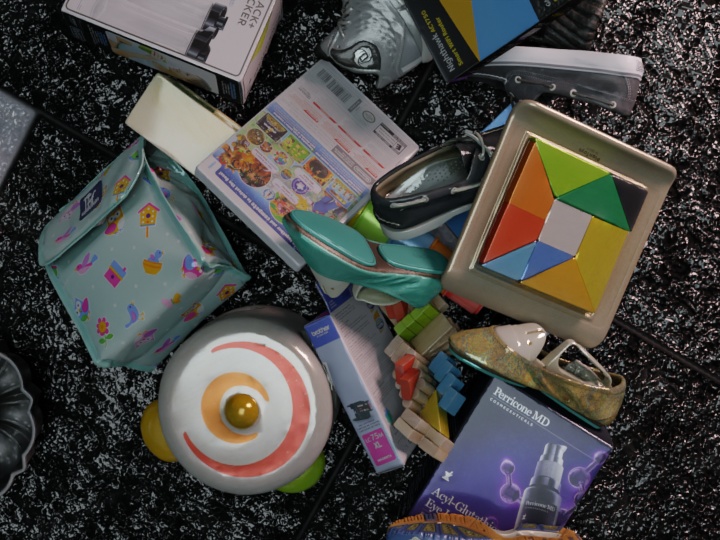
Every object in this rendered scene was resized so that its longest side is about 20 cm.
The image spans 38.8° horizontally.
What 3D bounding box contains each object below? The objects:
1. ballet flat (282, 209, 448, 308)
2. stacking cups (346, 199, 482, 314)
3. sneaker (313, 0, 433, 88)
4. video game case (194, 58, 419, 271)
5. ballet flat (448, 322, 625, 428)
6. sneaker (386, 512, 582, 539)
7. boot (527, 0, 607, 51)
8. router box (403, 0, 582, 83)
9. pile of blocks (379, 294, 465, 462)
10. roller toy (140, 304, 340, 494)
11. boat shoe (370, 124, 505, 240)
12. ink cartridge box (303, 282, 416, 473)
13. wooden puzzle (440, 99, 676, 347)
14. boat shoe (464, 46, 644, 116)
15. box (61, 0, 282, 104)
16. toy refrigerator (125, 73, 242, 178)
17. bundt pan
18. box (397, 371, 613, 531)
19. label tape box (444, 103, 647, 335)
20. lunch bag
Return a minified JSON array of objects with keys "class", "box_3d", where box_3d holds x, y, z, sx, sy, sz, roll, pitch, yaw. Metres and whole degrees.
[{"class":"ballet flat","box_3d":[0.000,0.000,0.991,0.198,0.068,0.071,15,119,-33]},{"class":"stacking cups","box_3d":[0.049,-0.023,1.079,0.199,0.061,0.061,39,98,1]},{"class":"sneaker","box_3d":[-0.015,-0.276,1.050,0.115,0.075,0.201,-35,93,6]},{"class":"video game case","box_3d":[-0.051,-0.112,1.039,0.143,0.018,0.200,43,61,3]},{"class":"ballet flat","box_3d":[0.181,0.090,1.017,0.198,0.071,0.071,27,98,-15]},{"class":"sneaker","box_3d":[0.120,0.293,0.998,0.197,0.075,0.090,7,97,4]},{"class":"boot","box_3d":[0.183,-0.332,1.026,0.156,0.079,0.214,13,108,10]},{"class":"router box","box_3d":[0.102,-0.306,0.977,0.148,0.051,0.202,-30,86,33]},{"class":"pile of blocks","box_3d":[0.064,0.090,1.043,0.081,0.062,0.202,-23,58,21]},{"class":"roller toy","box_3d":[-0.116,0.132,1.070,0.198,0.140,0.185,20,97,2]},{"class":"boat shoe","box_3d":[0.102,-0.100,1.017,0.199,0.061,0.076,-32,49,-6]},{"class":"ink cartridge box","box_3d":[0.005,0.096,1.067,0.042,0.119,0.202,-22,95,23]},{"class":"wooden puzzle","box_3d":[0.196,-0.040,0.998,0.183,0.037,0.202,21,99,-13]},{"class":"boat shoe","box_3d":[0.183,-0.186,1.028,0.197,0.070,0.067,9,95,23]},{"class":"box","box_3d":[-0.190,-0.267,1.055,0.198,0.060,0.118,23,76,1]},{"class":"toy refrigerator","box_3d":[-0.141,-0.124,1.077,0.199,0.076,0.070,37,97,0]},{"class":"bundt pan","box_3d":[-0.441,0.155,1.129,0.199,0.076,0.205,1,97,4]},{"class":"box","box_3d":[0.149,0.216,1.078,0.147,0.104,0.202,30,98,1]},{"class":"label tape box","box_3d":[0.176,-0.055,1.067,0.144,0.063,0.200,-42,92,7]},{"class":"lunch bag","box_3d":[-0.238,-0.024,1.069,0.170,0.122,0.201,-40,68,14]}]
